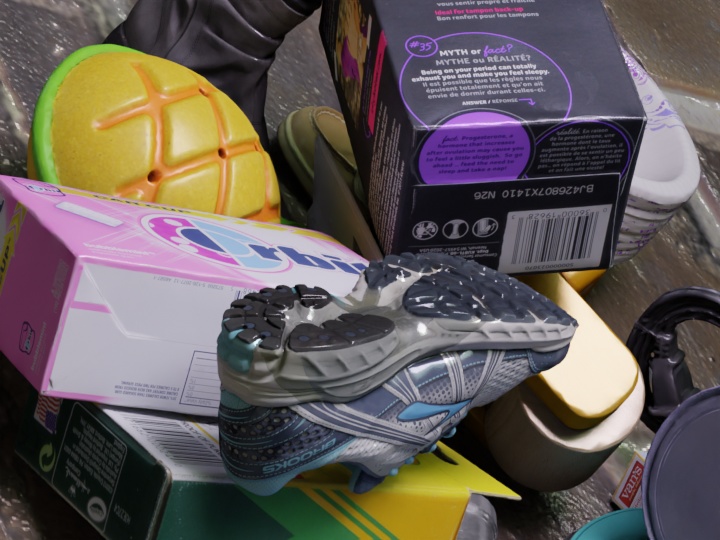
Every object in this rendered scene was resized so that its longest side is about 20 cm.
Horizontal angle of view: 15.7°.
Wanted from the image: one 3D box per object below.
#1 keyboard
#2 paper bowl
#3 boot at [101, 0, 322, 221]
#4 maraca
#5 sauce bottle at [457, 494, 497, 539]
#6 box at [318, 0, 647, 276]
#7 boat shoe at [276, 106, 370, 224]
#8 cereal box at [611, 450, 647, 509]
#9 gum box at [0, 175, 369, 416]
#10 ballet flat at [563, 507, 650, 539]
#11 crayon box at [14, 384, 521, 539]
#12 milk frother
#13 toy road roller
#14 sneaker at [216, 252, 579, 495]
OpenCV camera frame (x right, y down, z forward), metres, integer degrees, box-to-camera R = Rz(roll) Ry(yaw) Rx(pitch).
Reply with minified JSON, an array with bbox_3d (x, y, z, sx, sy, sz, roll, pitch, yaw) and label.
[{"bbox_3d":[0.000,0.000,1.319,0.011,0.057,0.200,-1,29,-16],"label":"keyboard"},{"bbox_3d":[0.102,-0.084,1.595,0.200,0.104,0.201,34,26,-19],"label":"paper bowl"},{"bbox_3d":[-0.063,-0.101,1.399,0.070,0.132,0.201,2,48,-49],"label":"boot"},{"bbox_3d":[-0.087,-0.026,1.304,0.200,0.107,0.138,46,47,-22],"label":"maraca"},{"bbox_3d":[0.045,0.181,1.227,0.066,0.066,0.201,30,33,-20],"label":"sauce bottle"},{"bbox_3d":[0.057,-0.101,1.324,0.121,0.106,0.201,-3,46,-11],"label":"box"},{"bbox_3d":[0.041,-0.033,1.504,0.200,0.063,0.073,39,30,-4],"label":"boat shoe"},{"bbox_3d":[0.247,0.173,1.435,0.143,0.040,0.200,12,21,-35],"label":"cereal box"},{"bbox_3d":[-0.070,0.017,1.196,0.199,0.067,0.113,10,15,-31],"label":"gum box"},{"bbox_3d":[0.115,0.175,1.307,0.068,0.076,0.200,29,16,11],"label":"ballet flat"},{"bbox_3d":[-0.041,0.094,1.188,0.199,0.051,0.127,7,17,-37],"label":"crayon box"},{"bbox_3d":[0.200,0.089,1.375,0.188,0.199,0.182,-3,79,-55],"label":"milk frother"},{"bbox_3d":[0.095,0.002,1.404,0.146,0.123,0.200,-37,81,-21],"label":"toy road roller"},{"bbox_3d":[0.012,0.047,1.138,0.199,0.087,0.077,-8,28,-41],"label":"sneaker"}]
